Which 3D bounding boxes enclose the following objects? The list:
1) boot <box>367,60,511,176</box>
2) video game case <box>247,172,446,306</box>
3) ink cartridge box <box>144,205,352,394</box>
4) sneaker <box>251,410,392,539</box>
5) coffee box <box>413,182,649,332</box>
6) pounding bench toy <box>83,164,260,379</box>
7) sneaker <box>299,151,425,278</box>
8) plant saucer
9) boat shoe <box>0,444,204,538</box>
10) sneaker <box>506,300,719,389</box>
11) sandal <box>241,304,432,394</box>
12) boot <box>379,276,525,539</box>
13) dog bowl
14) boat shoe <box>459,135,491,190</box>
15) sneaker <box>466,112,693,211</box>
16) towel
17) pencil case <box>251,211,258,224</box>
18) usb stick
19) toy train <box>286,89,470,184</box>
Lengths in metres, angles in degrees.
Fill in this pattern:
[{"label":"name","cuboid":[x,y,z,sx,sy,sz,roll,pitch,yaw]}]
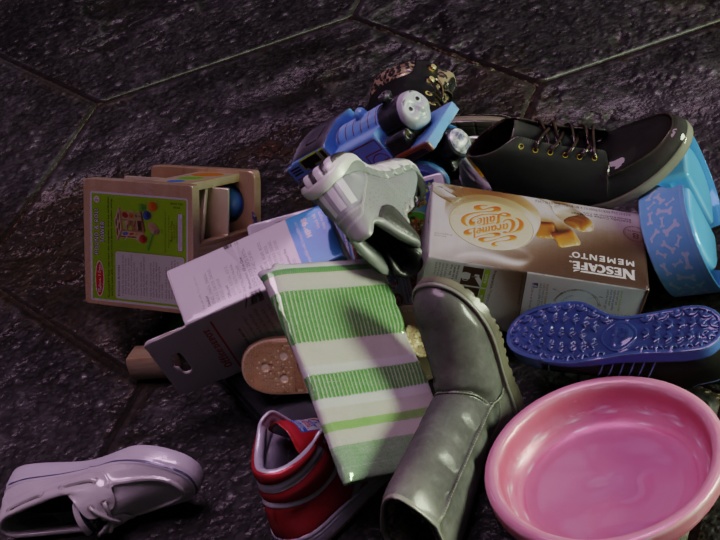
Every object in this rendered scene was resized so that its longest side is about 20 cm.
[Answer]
[{"label":"boot","cuboid":[0.083,-0.167,1.998,0.200,0.073,0.151,-10,36,20]},{"label":"video game case","cuboid":[0.000,0.000,1.774,0.200,0.018,0.143,-15,77,11]},{"label":"ink cartridge box","cuboid":[-0.101,0.028,1.706,0.200,0.116,0.067,-23,58,2]},{"label":"sneaker","cuboid":[-0.018,0.142,1.596,0.071,0.113,0.200,11,45,39]},{"label":"coffee box","cuboid":[0.155,-0.004,1.682,0.200,0.080,0.114,9,41,-2]},{"label":"pounding bench toy","cuboid":[-0.183,0.001,1.858,0.124,0.200,0.156,5,10,25]},{"label":"sneaker","cuboid":[0.025,-0.040,1.665,0.075,0.200,0.116,-42,73,21]},{"label":"plant saucer","cuboid":[0.204,0.170,1.517,0.200,0.051,0.201,-12,36,8]},{"label":"boat shoe","cuboid":[-0.233,0.208,1.650,0.200,0.074,0.065,-13,40,25]},{"label":"sneaker","cuboid":[0.228,0.074,1.608,0.200,0.078,0.070,1,52,28]},{"label":"sandal","cuboid":[-0.001,0.080,1.668,0.211,0.078,0.070,-8,5,-6]},{"label":"boot","cuboid":[0.061,0.129,1.537,0.072,0.182,0.200,-11,28,42]},{"label":"dog bowl","cuboid":[0.299,-0.054,1.727,0.050,0.112,0.200,-20,34,22]},{"label":"boat shoe","cuboid":[0.160,-0.087,1.843,0.075,0.086,0.202,-29,37,-13]},{"label":"sneaker","cuboid":[0.201,-0.111,1.709,0.200,0.106,0.075,-27,31,25]},{"label":"towel","cuboid":[-0.002,0.083,1.583,0.023,0.200,0.152,-34,-20,37]},{"label":"pencil case","cuboid":[-0.008,-0.024,1.837,0.200,0.091,0.094,-5,30,13]},{"label":"usb stick","cuboid":[-0.084,0.117,1.726,0.055,0.033,0.200,-32,37,-13]},{"label":"toy train","cuboid":[0.022,-0.117,1.880,0.200,0.114,0.087,-25,27,46]}]
